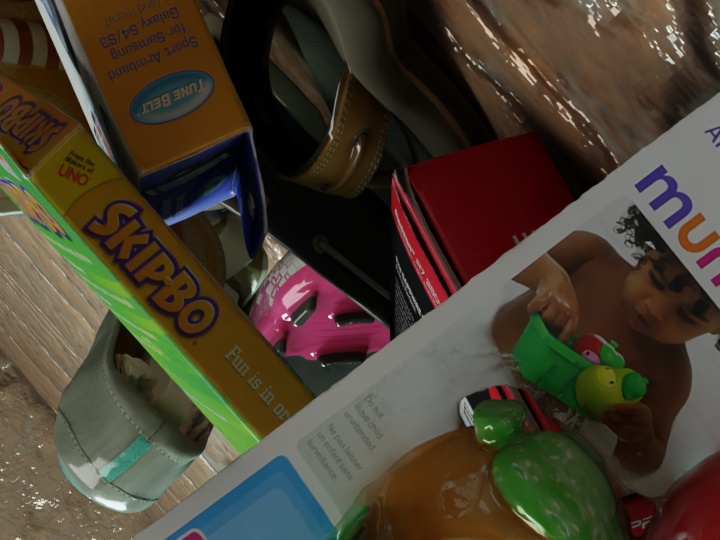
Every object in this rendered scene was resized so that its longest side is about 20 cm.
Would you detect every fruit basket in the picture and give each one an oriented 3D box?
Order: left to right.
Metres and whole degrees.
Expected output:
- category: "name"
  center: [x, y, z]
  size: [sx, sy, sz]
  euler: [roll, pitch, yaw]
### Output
- category: "fruit basket"
  center: [0.068, 0.085, 0.584]
  size: [0.185, 0.200, 0.094]
  euler: [52, -154, -3]

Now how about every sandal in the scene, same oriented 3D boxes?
- category: "sandal"
  center: [-0.011, -0.055, 0.736]
  size: [0.082, 0.055, 0.200]
  euler: [44, 174, 25]

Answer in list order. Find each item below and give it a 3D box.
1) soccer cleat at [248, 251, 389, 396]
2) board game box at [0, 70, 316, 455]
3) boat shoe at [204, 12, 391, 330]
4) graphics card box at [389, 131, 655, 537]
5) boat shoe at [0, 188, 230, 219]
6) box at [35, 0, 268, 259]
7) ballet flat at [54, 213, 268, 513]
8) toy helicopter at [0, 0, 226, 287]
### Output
- category: "soccer cleat"
  center: [-0.016, 0.020, 0.991]
  size: [0.200, 0.070, 0.086]
  euler: [96, 164, -60]
- category: "board game box"
  center: [-0.059, 0.009, 0.761]
  size: [0.200, 0.030, 0.096]
  euler: [48, 172, -31]
- category: "boat shoe"
  center: [0.000, 0.000, 0.854]
  size: [0.200, 0.057, 0.067]
  euler: [44, 177, 2]
- category: "graphics card box"
  center: [0.052, 0.070, 0.750]
  size: [0.200, 0.051, 0.126]
  euler: [91, 157, -52]
- category: "boat shoe"
  center: [-0.134, -0.049, 0.946]
  size: [0.062, 0.200, 0.073]
  euler: [154, 119, -68]
- category: "box"
  center: [-0.082, -0.094, 0.767]
  size: [0.119, 0.041, 0.200]
  euler: [121, 127, -81]
- category: "ballet flat"
  center: [-0.064, 0.014, 0.987]
  size: [0.067, 0.064, 0.200]
  euler: [38, -145, -16]
- category: "toy helicopter"
  center: [-0.105, -0.072, 0.889]
  size: [0.079, 0.132, 0.200]
  euler: [-23, 103, 36]
